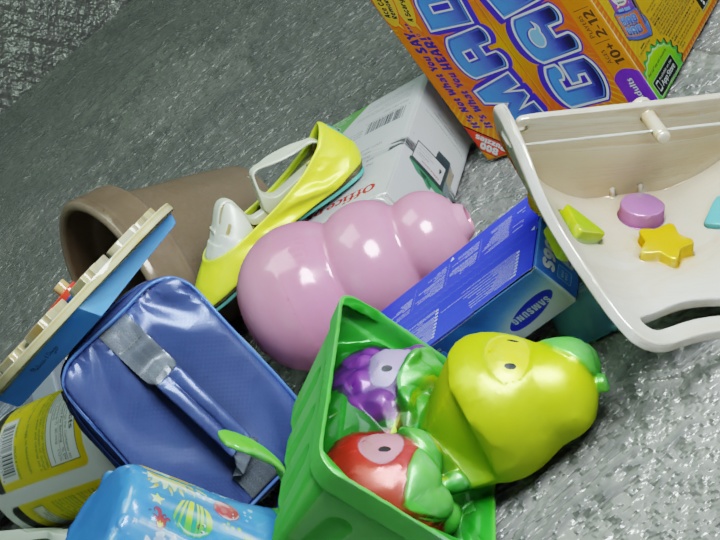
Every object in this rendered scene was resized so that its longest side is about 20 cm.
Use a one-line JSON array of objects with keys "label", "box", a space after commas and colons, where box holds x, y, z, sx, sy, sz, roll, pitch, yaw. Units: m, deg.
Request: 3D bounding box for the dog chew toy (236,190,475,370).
[{"label": "dog chew toy", "box": [0.000, 0.000, 1.322, 0.199, 0.125, 0.125, -25, 25, 13]}]

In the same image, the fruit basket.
[{"label": "fruit basket", "box": [0.049, 0.096, 1.044, 0.216, 0.155, 0.216, -51, 16, 21]}]

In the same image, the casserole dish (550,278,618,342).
[{"label": "casserole dish", "box": [0.173, -0.020, 1.183, 0.121, 0.039, 0.200, -36, 21, 8]}]

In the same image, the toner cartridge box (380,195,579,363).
[{"label": "toner cartridge box", "box": [0.077, 0.030, 1.173, 0.200, 0.043, 0.095, -39, 25, 37]}]

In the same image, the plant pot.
[{"label": "plant pot", "box": [-0.164, -0.013, 1.548, 0.174, 0.201, 0.200, -30, 16, -29]}]

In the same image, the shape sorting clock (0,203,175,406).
[{"label": "shape sorting clock", "box": [-0.214, 0.022, 1.221, 0.200, 0.039, 0.200, -48, 8, 9]}]

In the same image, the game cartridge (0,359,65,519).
[{"label": "game cartridge", "box": [-0.347, 0.164, 1.565, 0.200, 0.040, 0.134, -43, 48, 19]}]

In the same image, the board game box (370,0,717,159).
[{"label": "board game box", "box": [0.168, -0.255, 1.417, 0.199, 0.200, 0.200, -15, 32, 46]}]

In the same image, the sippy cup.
[{"label": "sippy cup", "box": [-0.127, 0.198, 1.082, 0.139, 0.130, 0.179, -28, 35, 51]}]

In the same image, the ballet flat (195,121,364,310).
[{"label": "ballet flat", "box": [-0.086, -0.051, 1.394, 0.200, 0.067, 0.067, -43, 25, -3]}]

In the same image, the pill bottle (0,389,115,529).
[{"label": "pill bottle", "box": [-0.222, 0.149, 1.388, 0.199, 0.114, 0.115, -22, 28, 36]}]

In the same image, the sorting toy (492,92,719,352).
[{"label": "sorting toy", "box": [0.198, -0.024, 1.030, 0.199, 0.107, 0.181, -7, 46, -11]}]

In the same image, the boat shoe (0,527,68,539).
[{"label": "boat shoe", "box": [-0.242, 0.245, 1.339, 0.199, 0.073, 0.062, -8, 81, 42]}]

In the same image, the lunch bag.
[{"label": "lunch bag", "box": [-0.130, 0.108, 1.226, 0.136, 0.200, 0.132, -45, 4, -8]}]

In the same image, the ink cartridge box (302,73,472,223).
[{"label": "ink cartridge box", "box": [0.010, -0.071, 1.472, 0.146, 0.084, 0.201, -26, 28, 32]}]
